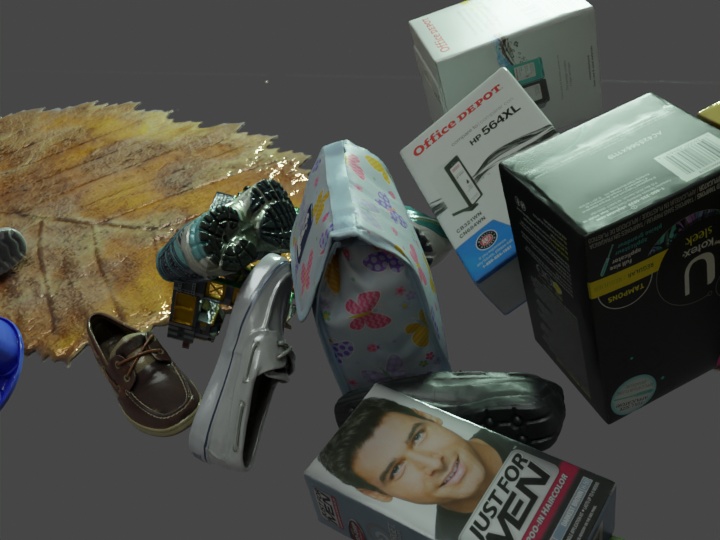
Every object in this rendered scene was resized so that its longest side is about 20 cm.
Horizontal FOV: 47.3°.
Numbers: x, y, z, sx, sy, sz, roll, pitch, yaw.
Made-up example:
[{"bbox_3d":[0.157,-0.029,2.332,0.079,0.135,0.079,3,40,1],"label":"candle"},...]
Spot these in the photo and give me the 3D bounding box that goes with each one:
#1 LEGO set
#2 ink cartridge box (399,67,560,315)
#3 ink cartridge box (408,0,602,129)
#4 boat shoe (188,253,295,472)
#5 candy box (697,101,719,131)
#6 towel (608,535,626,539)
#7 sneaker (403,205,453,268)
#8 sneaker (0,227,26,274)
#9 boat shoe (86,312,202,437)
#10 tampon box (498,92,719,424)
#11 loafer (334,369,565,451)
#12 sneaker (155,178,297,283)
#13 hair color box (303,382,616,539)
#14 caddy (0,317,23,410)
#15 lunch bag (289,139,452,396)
[{"bbox_3d":[-0.133,0.012,0.911,0.152,0.117,0.201,10,41,-10],"label":"LEGO set"},{"bbox_3d":[0.145,-0.083,0.824,0.146,0.084,0.201,-38,50,13],"label":"ink cartridge box"},{"bbox_3d":[0.182,-0.260,1.049,0.198,0.147,0.147,-18,37,1],"label":"ink cartridge box"},{"bbox_3d":[-0.092,0.086,0.764,0.065,0.074,0.202,16,83,20],"label":"boat shoe"},{"bbox_3d":[0.327,-0.029,0.646,0.056,0.201,0.117,-24,37,-7],"label":"candy box"},{"bbox_3d":[0.099,0.250,0.550,0.148,0.031,0.200,12,45,32],"label":"towel"},{"bbox_3d":[0.018,-0.044,0.931,0.198,0.078,0.079,17,30,33],"label":"sneaker"},{"bbox_3d":[-0.556,0.005,1.126,0.199,0.075,0.082,-29,23,-23],"label":"sneaker"},{"bbox_3d":[-0.230,0.098,0.844,0.072,0.073,0.199,-34,39,-20],"label":"boat shoe"},{"bbox_3d":[0.221,-0.009,0.669,0.149,0.201,0.127,-25,37,-6],"label":"tampon box"},{"bbox_3d":[0.074,0.119,0.695,0.198,0.069,0.070,-5,18,26],"label":"loafer"},{"bbox_3d":[-0.129,-0.036,0.815,0.086,0.078,0.200,-20,3,27],"label":"sneaker"},{"bbox_3d":[0.068,0.165,0.586,0.198,0.061,0.099,17,48,32],"label":"hair color box"},{"bbox_3d":[-0.466,0.106,0.918,0.198,0.105,0.143,6,66,29],"label":"caddy"},{"bbox_3d":[0.000,0.000,0.758,0.126,0.201,0.170,-16,37,4],"label":"lunch bag"}]
